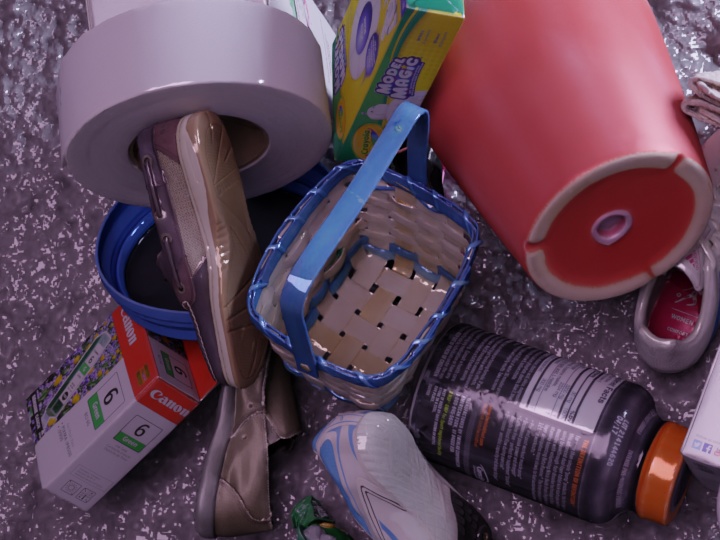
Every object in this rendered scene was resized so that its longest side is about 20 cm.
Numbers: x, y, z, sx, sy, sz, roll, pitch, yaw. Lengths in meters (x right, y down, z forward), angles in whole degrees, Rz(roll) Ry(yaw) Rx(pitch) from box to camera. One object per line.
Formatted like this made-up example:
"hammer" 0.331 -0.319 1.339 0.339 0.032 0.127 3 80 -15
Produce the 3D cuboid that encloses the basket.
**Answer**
"basket" 0.000 0.000 1.313 0.138 0.200 0.177 28 64 14

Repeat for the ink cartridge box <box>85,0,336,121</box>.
"ink cartridge box" -0.109 -0.175 1.466 0.144 0.200 0.085 -14 67 12

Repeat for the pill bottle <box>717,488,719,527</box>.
"pill bottle" 0.300 0.170 1.243 0.109 0.200 0.111 -4 74 16

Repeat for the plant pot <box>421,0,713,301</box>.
"plant pot" 0.153 -0.089 1.340 0.199 0.201 0.178 -28 49 8

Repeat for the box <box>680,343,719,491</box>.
"box" 0.279 0.052 1.320 0.036 0.144 0.201 20 81 19

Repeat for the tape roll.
"tape roll" -0.123 -0.120 1.388 0.201 0.202 0.071 -14 67 13

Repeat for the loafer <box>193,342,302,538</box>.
"loafer" -0.076 0.113 1.456 0.069 0.075 0.202 11 79 4

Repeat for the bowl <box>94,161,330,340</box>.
"bowl" -0.106 -0.022 1.463 0.199 0.040 0.201 -8 41 7

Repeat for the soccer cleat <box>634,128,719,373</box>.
"soccer cleat" 0.255 -0.021 1.378 0.069 0.086 0.201 17 81 20

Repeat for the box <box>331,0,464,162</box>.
"box" 0.020 -0.164 1.355 0.048 0.200 0.118 7 54 -13

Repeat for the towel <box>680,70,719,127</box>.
"towel" 0.315 -0.111 1.331 0.132 0.200 0.035 26 109 21

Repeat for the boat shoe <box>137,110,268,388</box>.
"boat shoe" -0.114 -0.013 1.342 0.064 0.072 0.202 -4 107 25

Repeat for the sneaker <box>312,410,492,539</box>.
"sneaker" 0.037 0.182 1.366 0.072 0.201 0.072 -8 31 51

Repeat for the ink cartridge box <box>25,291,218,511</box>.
"ink cartridge box" -0.173 0.080 1.454 0.200 0.050 0.109 -44 38 16

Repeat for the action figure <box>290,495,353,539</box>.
"action figure" 0.010 0.238 1.380 0.055 0.118 0.200 -45 57 -1

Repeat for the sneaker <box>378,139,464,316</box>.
"sneaker" 0.035 -0.058 1.451 0.078 0.095 0.202 -7 75 13

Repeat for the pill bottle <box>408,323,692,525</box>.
"pill bottle" 0.143 0.118 1.363 0.199 0.106 0.107 20 82 21
